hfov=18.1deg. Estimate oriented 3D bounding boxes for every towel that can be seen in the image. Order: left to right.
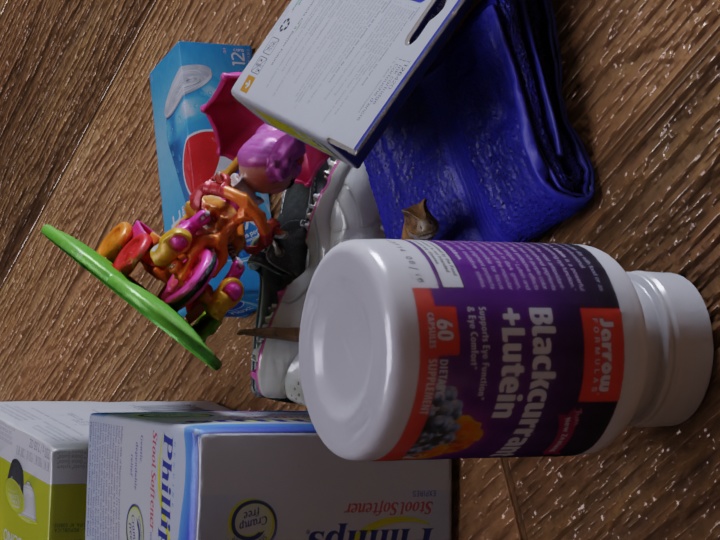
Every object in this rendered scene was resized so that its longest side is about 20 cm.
[{"bbox_3d":[0.062,-0.073,1.366,0.200,0.049,0.149,-40,57,57],"label":"towel"}]

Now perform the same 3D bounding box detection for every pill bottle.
[{"bbox_3d":[0.078,0.041,1.167,0.111,0.199,0.112,-2,88,63],"label":"pill bottle"}]

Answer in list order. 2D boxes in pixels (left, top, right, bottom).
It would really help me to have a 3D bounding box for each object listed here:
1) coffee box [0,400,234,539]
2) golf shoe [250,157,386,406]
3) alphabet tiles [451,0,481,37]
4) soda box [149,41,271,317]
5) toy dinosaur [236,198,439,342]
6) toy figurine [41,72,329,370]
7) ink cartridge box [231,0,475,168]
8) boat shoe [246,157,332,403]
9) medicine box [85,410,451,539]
[{"bbox_3d":[-0.170,0.209,1.666,0.199,0.199,0.199,-166,78,-64],"label":"coffee box"},{"bbox_3d":[0.000,0.000,1.491,0.075,0.091,0.201,16,-85,-77],"label":"golf shoe"},{"bbox_3d":[0.052,-0.209,1.450,0.200,0.007,0.168,44,128,56],"label":"alphabet tiles"},{"bbox_3d":[-0.112,-0.069,1.715,0.068,0.064,0.201,-36,58,58],"label":"soda box"},{"bbox_3d":[0.016,0.023,1.402,0.106,0.060,0.200,53,137,9],"label":"toy dinosaur"},{"bbox_3d":[-0.091,-0.048,1.475,0.184,0.150,0.200,-52,18,-4],"label":"toy figurine"},{"bbox_3d":[0.024,-0.159,1.354,0.198,0.047,0.200,-54,31,-2],"label":"ink cartridge box"},{"bbox_3d":[-0.042,-0.005,1.559,0.072,0.070,0.202,-2,87,64],"label":"boat shoe"},{"bbox_3d":[-0.063,0.147,1.470,0.200,0.181,0.104,-2,87,64],"label":"medicine box"}]
